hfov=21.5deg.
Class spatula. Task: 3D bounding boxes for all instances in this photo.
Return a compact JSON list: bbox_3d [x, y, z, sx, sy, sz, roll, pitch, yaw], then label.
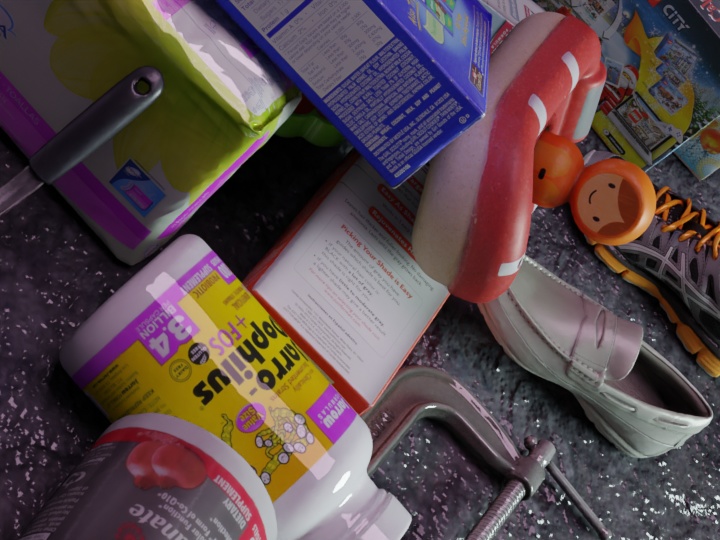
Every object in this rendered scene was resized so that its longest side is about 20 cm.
[{"bbox_3d":[-0.183,-0.042,0.997,0.200,0.021,0.057,-40,92,-8],"label":"spatula"}]

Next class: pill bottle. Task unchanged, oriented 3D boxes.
[{"bbox_3d":[-0.130,0.172,0.923,0.111,0.111,0.200,43,45,-7],"label":"pill bottle"},{"bbox_3d":[-0.064,0.085,1.035,0.200,0.104,0.104,48,45,-3],"label":"pill bottle"}]

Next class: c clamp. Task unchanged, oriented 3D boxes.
[{"bbox_3d":[0.058,0.142,1.149,0.171,0.027,0.200,52,45,1],"label":"c clamp"}]

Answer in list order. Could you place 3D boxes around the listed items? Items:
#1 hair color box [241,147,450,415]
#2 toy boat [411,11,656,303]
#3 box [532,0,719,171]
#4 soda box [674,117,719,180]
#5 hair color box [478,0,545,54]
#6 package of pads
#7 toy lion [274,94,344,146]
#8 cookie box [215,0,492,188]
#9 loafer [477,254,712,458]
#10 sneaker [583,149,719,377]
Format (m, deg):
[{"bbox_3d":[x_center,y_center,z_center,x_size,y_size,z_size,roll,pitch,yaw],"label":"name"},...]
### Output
[{"bbox_3d":[0.000,0.000,1.169,0.102,0.061,0.200,45,46,-7],"label":"hair color box"},{"bbox_3d":[0.116,-0.057,1.145,0.130,0.131,0.200,25,44,13],"label":"toy boat"},{"bbox_3d":[0.188,-0.182,1.377,0.200,0.136,0.038,51,45,-1],"label":"box"},{"bbox_3d":[0.224,-0.170,1.450,0.200,0.063,0.068,47,45,-5],"label":"soda box"},{"bbox_3d":[0.042,-0.196,1.302,0.199,0.061,0.099,35,22,-15],"label":"hair color box"},{"bbox_3d":[-0.144,-0.123,1.065,0.200,0.154,0.068,47,41,-3],"label":"package of pads"},{"bbox_3d":[-0.066,-0.167,1.189,0.190,0.069,0.201,-19,75,-29],"label":"toy lion"},{"bbox_3d":[-0.017,-0.168,1.079,0.200,0.075,0.172,46,21,-16],"label":"cookie box"},{"bbox_3d":[0.151,0.048,1.227,0.200,0.069,0.070,39,45,-29],"label":"loafer"},{"bbox_3d":[0.233,-0.014,1.350,0.200,0.077,0.078,46,47,-4],"label":"sneaker"}]
